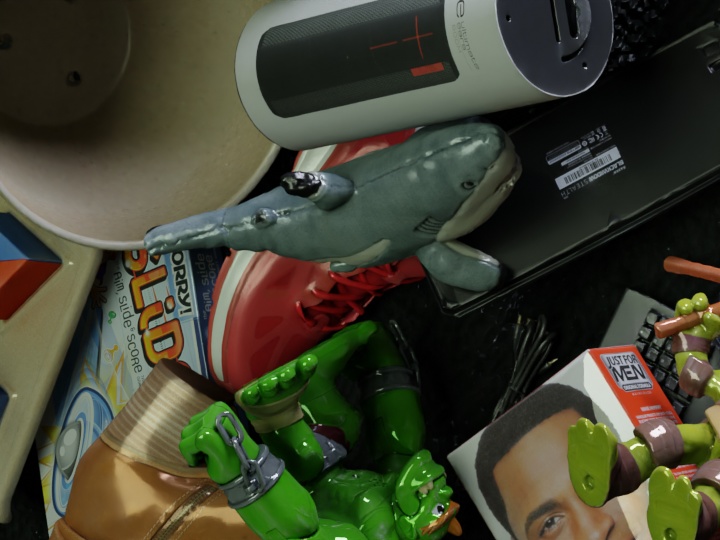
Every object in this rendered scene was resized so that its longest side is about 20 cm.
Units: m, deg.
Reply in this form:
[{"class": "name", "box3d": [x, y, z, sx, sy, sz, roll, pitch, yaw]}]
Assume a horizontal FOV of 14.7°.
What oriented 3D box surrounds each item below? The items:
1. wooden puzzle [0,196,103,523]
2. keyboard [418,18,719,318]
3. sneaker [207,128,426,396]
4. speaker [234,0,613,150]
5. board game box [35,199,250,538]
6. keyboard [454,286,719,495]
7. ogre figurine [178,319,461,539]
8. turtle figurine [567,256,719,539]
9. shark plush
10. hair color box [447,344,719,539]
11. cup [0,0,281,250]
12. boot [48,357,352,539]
[{"class": "wooden puzzle", "box3d": [-0.237, 0.021, 1.633, 0.185, 0.046, 0.201, 38, 118, 42]}, {"class": "keyboard", "box3d": [0.115, -0.059, 1.417, 0.199, 0.040, 0.104, -27, 69, 11]}, {"class": "sneaker", "box3d": [0.000, 0.000, 1.482, 0.115, 0.078, 0.201, 35, 108, 33]}, {"class": "speaker", "box3d": [0.030, -0.111, 1.373, 0.200, 0.081, 0.082, -7, 83, 49]}, {"class": "board game box", "box3d": [-0.128, 0.073, 1.593, 0.135, 0.034, 0.201, -16, 78, 34]}, {"class": "keyboard", "box3d": [0.106, 0.101, 1.436, 0.127, 0.021, 0.201, 31, 104, 32]}, {"class": "ogre figurine", "box3d": [-0.010, 0.099, 1.391, 0.098, 0.200, 0.120, -28, 91, 9]}, {"class": "turtle figurine", "box3d": [0.173, 0.077, 1.324, 0.200, 0.161, 0.065, 45, 135, 29]}, {"class": "shark plush", "box3d": [-0.013, -0.044, 1.393, 0.199, 0.083, 0.091, 2, 78, 21]}, {"class": "hair color box", "box3d": [0.139, 0.147, 1.372, 0.101, 0.061, 0.200, -39, 72, 25]}, {"class": "cup", "box3d": [-0.151, -0.123, 1.544, 0.143, 0.199, 0.201, 23, 102, 61]}, {"class": "boot", "box3d": [-0.071, 0.161, 1.491, 0.200, 0.077, 0.156, 32, 98, 4]}]
